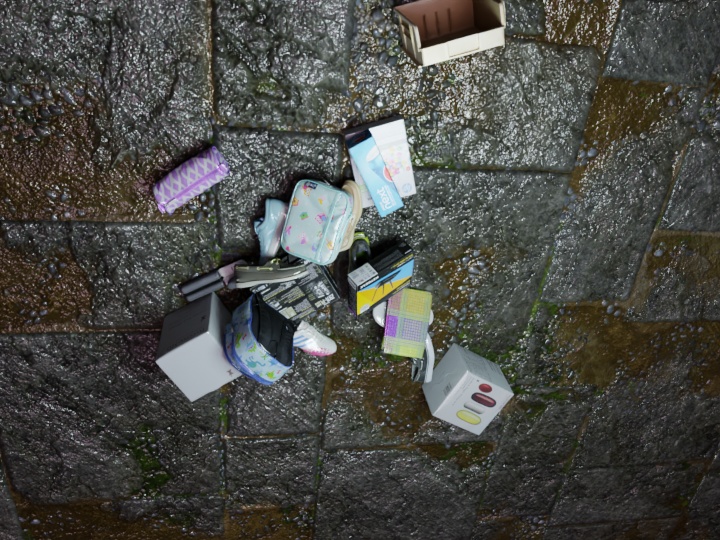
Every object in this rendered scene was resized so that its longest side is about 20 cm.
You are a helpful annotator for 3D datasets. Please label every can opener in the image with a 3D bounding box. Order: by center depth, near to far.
[{"bbox_3d":[-0.387,0.033,1.556,0.196,0.067,0.054,-24,121,2],"label":"can opener"}]

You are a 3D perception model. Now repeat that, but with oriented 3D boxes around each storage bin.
[{"bbox_3d":[0.193,-0.537,1.274,0.195,0.200,0.095,-15,126,-2],"label":"storage bin"}]

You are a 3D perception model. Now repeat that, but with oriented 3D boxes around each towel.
[{"bbox_3d":[0.136,0.147,1.689,0.140,0.023,0.205,11,81,-20],"label":"towel"}]

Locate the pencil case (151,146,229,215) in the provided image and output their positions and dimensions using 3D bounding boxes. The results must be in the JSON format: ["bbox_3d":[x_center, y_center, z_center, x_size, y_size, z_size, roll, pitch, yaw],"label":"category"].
[{"bbox_3d":[-0.411,-0.217,1.401,0.198,0.086,0.084,-33,122,8],"label":"pencil case"}]

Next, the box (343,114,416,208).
[{"bbox_3d":[0.051,-0.276,1.484,0.152,0.041,0.204,-15,122,-2],"label":"box"}]

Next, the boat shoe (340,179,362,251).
[{"bbox_3d":[-0.044,-0.135,1.514,0.070,0.064,0.204,25,123,26],"label":"boat shoe"}]

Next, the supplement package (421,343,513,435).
[{"bbox_3d":[0.338,0.379,1.847,0.197,0.148,0.193,26,112,-22],"label":"supplement package"}]

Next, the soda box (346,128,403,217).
[{"bbox_3d":[0.037,-0.241,1.441,0.067,0.065,0.202,-25,121,6],"label":"soda box"}]

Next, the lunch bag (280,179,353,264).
[{"bbox_3d":[-0.105,-0.125,1.457,0.157,0.077,0.204,21,100,14],"label":"lunch bag"}]

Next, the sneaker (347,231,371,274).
[{"bbox_3d":[0.000,0.000,1.605,0.072,0.081,0.204,-10,121,-5],"label":"sneaker"}]

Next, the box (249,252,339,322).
[{"bbox_3d":[-0.180,0.042,1.591,0.197,0.087,0.165,-29,120,6],"label":"box"}]

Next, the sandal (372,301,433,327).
[{"bbox_3d":[0.123,0.140,1.724,0.198,0.050,0.085,8,79,-21],"label":"sandal"}]

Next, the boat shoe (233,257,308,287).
[{"bbox_3d":[-0.231,0.001,1.481,0.196,0.072,0.062,-9,95,10],"label":"boat shoe"}]

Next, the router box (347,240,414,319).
[{"bbox_3d":[0.055,0.025,1.577,0.198,0.051,0.151,-31,147,-22],"label":"router box"}]

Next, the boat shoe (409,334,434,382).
[{"bbox_3d":[0.187,0.278,1.803,0.069,0.073,0.204,-11,123,-10],"label":"boat shoe"}]

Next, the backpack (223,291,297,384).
[{"bbox_3d":[-0.260,0.192,1.494,0.146,0.201,0.183,-39,120,14],"label":"backpack"}]

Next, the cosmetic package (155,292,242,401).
[{"bbox_3d":[-0.427,0.201,1.566,0.165,0.201,0.168,-27,121,5],"label":"cosmetic package"}]

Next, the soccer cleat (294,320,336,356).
[{"bbox_3d":[-0.153,0.192,1.688,0.196,0.070,0.088,15,120,-18],"label":"soccer cleat"}]

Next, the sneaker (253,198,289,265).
[{"bbox_3d":[-0.244,-0.098,1.518,0.080,0.074,0.203,22,112,-2],"label":"sneaker"}]
